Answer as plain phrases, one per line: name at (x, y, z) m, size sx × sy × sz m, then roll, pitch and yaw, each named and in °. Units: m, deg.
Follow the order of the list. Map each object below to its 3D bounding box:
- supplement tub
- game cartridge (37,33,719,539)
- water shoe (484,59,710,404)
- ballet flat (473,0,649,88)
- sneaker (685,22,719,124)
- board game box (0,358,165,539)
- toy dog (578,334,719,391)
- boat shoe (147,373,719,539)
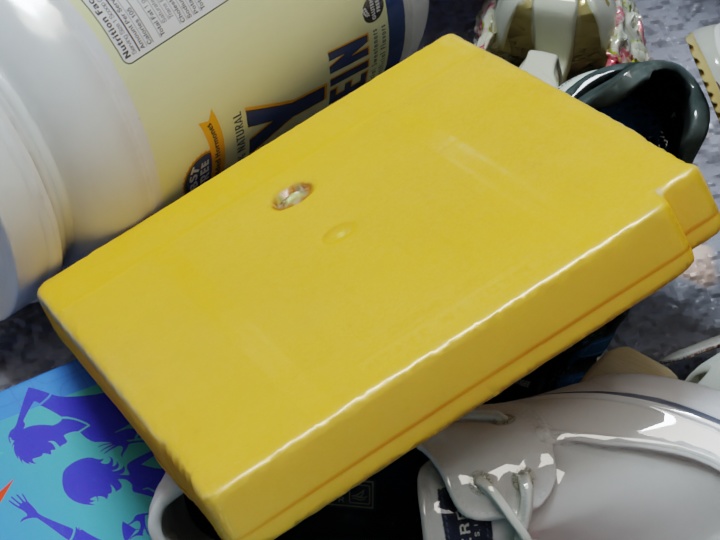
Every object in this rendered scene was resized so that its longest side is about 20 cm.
supplement tub at (-0.089, -0.086, 0.951) m, size 0.200 × 0.145 × 0.145 m, roll -37°, pitch 60°, yaw -27°
game cartridge at (0.000, 0.000, 0.821) m, size 0.176 × 0.032 × 0.200 m, roll -32°, pitch 27°, yaw -9°
water shoe at (0.051, 0.013, 0.876) m, size 0.071 × 0.079 × 0.200 m, roll 27°, pitch 79°, yaw -5°
ballet flat at (0.072, -0.070, 0.995) m, size 0.075 × 0.064 × 0.200 m, roll 6°, pitch 50°, yaw 6°
sneaker at (0.189, -0.067, 0.924) m, size 0.090 × 0.200 × 0.075 m, roll -23°, pitch 83°, yaw 24°
board game box at (-0.111, 0.115, 0.851) m, size 0.200 × 0.045 × 0.152 m, roll -24°, pitch 55°, yaw -19°
toy dog at (0.146, 0.059, 0.892) m, size 0.200 × 0.096 × 0.132 m, roll -15°, pitch 47°, yaw -32°
boat shoe at (0.033, 0.076, 0.795) m, size 0.200 × 0.074 × 0.065 m, roll -5°, pitch 15°, yaw 14°
